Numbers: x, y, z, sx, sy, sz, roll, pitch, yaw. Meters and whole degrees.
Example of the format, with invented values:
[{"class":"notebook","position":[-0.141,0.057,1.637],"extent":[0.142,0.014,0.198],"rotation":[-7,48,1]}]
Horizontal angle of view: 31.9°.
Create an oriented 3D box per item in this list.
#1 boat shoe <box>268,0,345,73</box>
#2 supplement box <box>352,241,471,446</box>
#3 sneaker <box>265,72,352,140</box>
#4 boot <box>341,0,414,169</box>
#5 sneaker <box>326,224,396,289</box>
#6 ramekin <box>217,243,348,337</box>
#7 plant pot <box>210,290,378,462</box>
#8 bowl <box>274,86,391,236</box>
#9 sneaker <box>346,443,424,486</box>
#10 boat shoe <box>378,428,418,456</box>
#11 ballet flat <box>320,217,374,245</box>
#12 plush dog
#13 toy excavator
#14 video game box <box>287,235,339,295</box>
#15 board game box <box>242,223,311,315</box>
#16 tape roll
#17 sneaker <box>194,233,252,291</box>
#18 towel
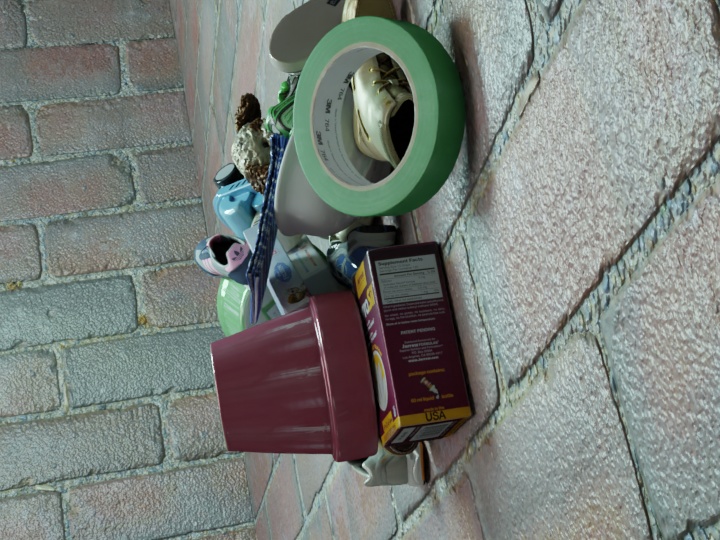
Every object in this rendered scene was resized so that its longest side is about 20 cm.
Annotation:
[{"class":"boat shoe","position":[-0.038,-0.278,1.495],"extent":[0.074,0.200,0.093],"rotation":[29,149,19]},{"class":"supplement box","position":[0.055,0.083,1.414],"extent":[0.111,0.084,0.203],"rotation":[116,145,-68]},{"class":"sneaker","position":[-0.056,-0.239,1.606],"extent":[0.079,0.084,0.201],"rotation":[97,-162,-47]},{"class":"boot","position":[0.032,-0.211,1.390],"extent":[0.155,0.072,0.203],"rotation":[-135,41,-68]},{"class":"sneaker","position":[0.000,0.000,1.636],"extent":[0.200,0.074,0.078],"rotation":[127,139,-74]},{"class":"ramekin","position":[-0.110,0.054,1.907],"extent":[0.098,0.197,0.203],"rotation":[-148,52,-64]},{"class":"plant pot","position":[-0.081,0.135,1.491],"extent":[0.200,0.176,0.203],"rotation":[171,90,-83]},{"class":"bowl","position":[-0.020,-0.122,1.544],"extent":[0.202,0.089,0.202],"rotation":[-58,-18,-32]},{"class":"sneaker","position":[0.018,0.220,1.643],"extent":[0.200,0.091,0.077],"rotation":[-132,38,-69]},{"class":"boat shoe","position":[0.046,0.127,1.524],"extent":[0.072,0.071,0.203],"rotation":[-175,84,-78]},{"class":"ballet flat","position":[-0.040,-0.069,1.746],"extent":[0.200,0.068,0.071],"rotation":[-154,58,-67]},{"class":"plush dog","position":[-0.095,-0.173,1.751],"extent":[0.162,0.169,0.201],"rotation":[95,162,-45]},{"class":"toy excavator","position":[-0.148,-0.081,1.874],"extent":[0.100,0.193,0.201],"rotation":[52,-143,-29]},{"class":"video game box","position":[-0.041,0.063,1.774],"extent":[0.182,0.046,0.202],"rotation":[-122,7,-70]},{"class":"board game box","position":[-0.080,0.063,1.688],"extent":[0.201,0.041,0.201],"rotation":[56,171,50]},{"class":"tape roll","position":[0.016,-0.157,1.301],"extent":[0.198,0.048,0.204],"rotation":[2,93,41]},{"class":"sneaker","position":[-0.201,-0.030,1.850],"extent":[0.082,0.071,0.199],"rotation":[45,163,-33]},{"class":"towel","position":[-0.117,-0.052,1.561],"extent":[0.145,0.023,0.203],"rotation":[99,-179,-65]}]
